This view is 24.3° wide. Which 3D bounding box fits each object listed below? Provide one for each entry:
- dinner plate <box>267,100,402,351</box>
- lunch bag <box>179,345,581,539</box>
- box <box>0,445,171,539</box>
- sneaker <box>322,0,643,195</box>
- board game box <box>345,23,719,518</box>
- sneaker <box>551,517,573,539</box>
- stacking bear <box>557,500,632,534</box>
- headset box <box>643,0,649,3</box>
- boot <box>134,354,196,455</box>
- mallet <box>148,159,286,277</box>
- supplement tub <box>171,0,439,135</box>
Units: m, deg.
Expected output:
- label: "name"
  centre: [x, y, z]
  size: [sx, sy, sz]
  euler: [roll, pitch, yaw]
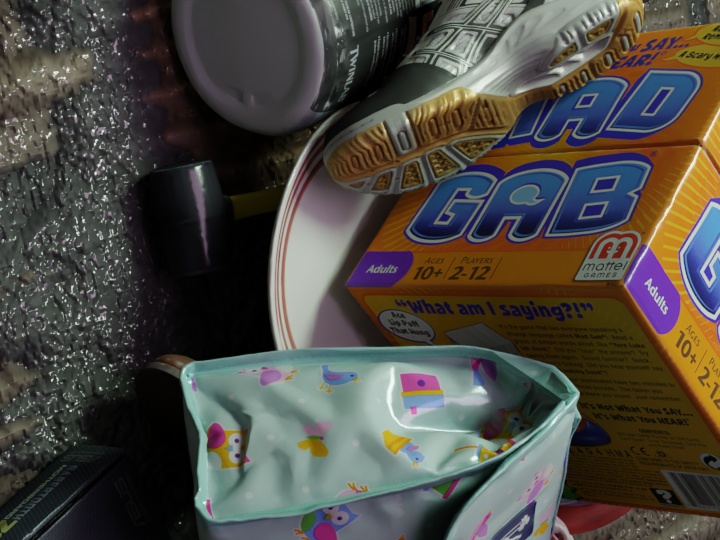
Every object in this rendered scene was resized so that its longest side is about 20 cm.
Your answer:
- label: "dinner plate"
  centre: [0.000, 0.000, 0.985]
  size: [0.200, 0.024, 0.201]
  euler: [-8, 100, -54]
- label: "lunch bag"
  centre: [0.014, 0.124, 0.880]
  size: [0.171, 0.200, 0.122]
  euler: [90, -10, -48]
- label: "box"
  centre: [-0.146, 0.217, 0.874]
  size: [0.158, 0.051, 0.200]
  euler: [-43, 119, -41]
- label: "sneaker"
  centre: [0.058, -0.119, 0.944]
  size: [0.200, 0.088, 0.076]
  euler: [-31, 154, -6]
- label: "board game box"
  centre: [0.157, 0.001, 0.978]
  size: [0.200, 0.200, 0.200]
  euler: [51, 57, -32]
- label: "sneaker"
  centre: [0.111, 0.202, 1.122]
  size: [0.200, 0.105, 0.075]
  euler: [41, 78, -38]
- label: "stacking bear"
  centre: [0.107, 0.096, 1.137]
  size: [0.200, 0.114, 0.122]
  euler: [28, 67, -40]
- label: "headset box"
  centre: [0.190, -0.283, 1.147]
  size: [0.200, 0.093, 0.174]
  euler: [-5, 70, -85]
- label: "boot"
  centre: [-0.041, 0.029, 0.999]
  size: [0.186, 0.064, 0.200]
  euler: [52, 53, -47]
- label: "mallet"
  centre: [-0.035, -0.036, 1.000]
  size: [0.200, 0.041, 0.066]
  euler: [-6, 93, -37]
- label: "supplement tub"
  centre: [-0.007, -0.165, 1.004]
  size: [0.200, 0.122, 0.123]
  euler: [-32, 111, -46]
